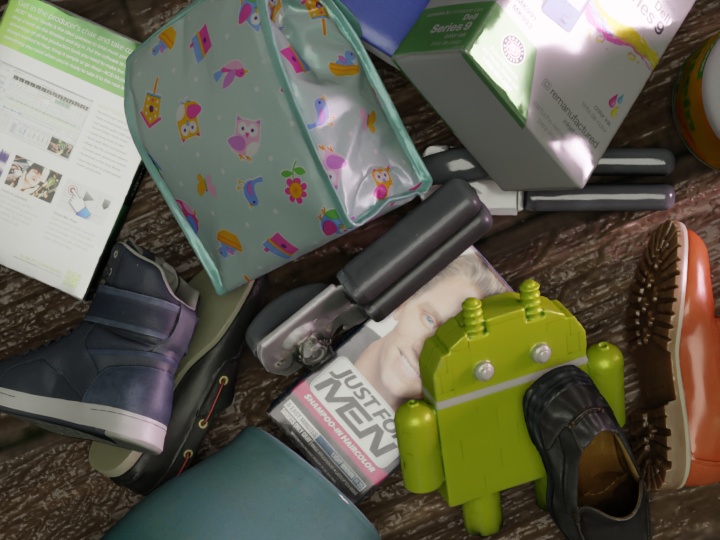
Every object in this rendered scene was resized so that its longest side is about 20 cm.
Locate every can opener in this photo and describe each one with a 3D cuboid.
[{"bbox_3d":[0.000,0.000,1.233,0.200,0.053,0.067,-40,53,2],"label":"can opener"},{"bbox_3d":[0.140,-0.068,1.273,0.198,0.067,0.054,0,92,1],"label":"can opener"}]

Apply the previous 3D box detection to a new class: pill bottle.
[{"bbox_3d":[0.291,-0.126,1.195,0.110,0.200,0.112,0,91,1],"label":"pill bottle"}]

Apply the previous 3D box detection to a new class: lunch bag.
[{"bbox_3d":[-0.069,-0.108,1.208,0.170,0.122,0.201,-26,91,44],"label":"lunch bag"}]

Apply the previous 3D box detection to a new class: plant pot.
[{"bbox_3d":[-0.092,0.223,1.228,0.200,0.200,0.188,41,77,0],"label":"plant pot"}]

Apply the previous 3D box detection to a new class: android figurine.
[{"bbox_3d":[0.110,0.099,1.242,0.181,0.041,0.201,-14,120,-15],"label":"android figurine"}]

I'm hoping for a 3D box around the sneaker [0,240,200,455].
[{"bbox_3d":[-0.205,0.050,1.261,0.201,0.077,0.147,7,76,35],"label":"sneaker"}]

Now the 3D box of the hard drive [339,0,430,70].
[{"bbox_3d":[0.000,-0.240,1.226,0.199,0.025,0.132,31,77,-6],"label":"hard drive"}]

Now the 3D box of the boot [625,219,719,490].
[{"bbox_3d":[0.261,0.063,1.280,0.106,0.075,0.202,0,87,-16],"label":"boot"}]

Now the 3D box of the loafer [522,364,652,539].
[{"bbox_3d":[0.175,0.163,1.236,0.073,0.072,0.201,-32,126,-4],"label":"loafer"}]

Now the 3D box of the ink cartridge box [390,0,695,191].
[{"bbox_3d":[0.137,-0.178,1.205,0.145,0.087,0.201,46,64,-28],"label":"ink cartridge box"}]

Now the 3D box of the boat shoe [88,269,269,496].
[{"bbox_3d":[-0.128,0.077,1.286,0.063,0.073,0.202,38,79,-38],"label":"boat shoe"}]

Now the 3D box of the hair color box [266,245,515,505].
[{"bbox_3d":[0.034,0.074,1.281,0.200,0.061,0.100,-43,91,1],"label":"hair color box"}]

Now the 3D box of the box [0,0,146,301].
[{"bbox_3d":[-0.235,-0.096,1.296,0.144,0.036,0.201,24,93,0],"label":"box"}]
